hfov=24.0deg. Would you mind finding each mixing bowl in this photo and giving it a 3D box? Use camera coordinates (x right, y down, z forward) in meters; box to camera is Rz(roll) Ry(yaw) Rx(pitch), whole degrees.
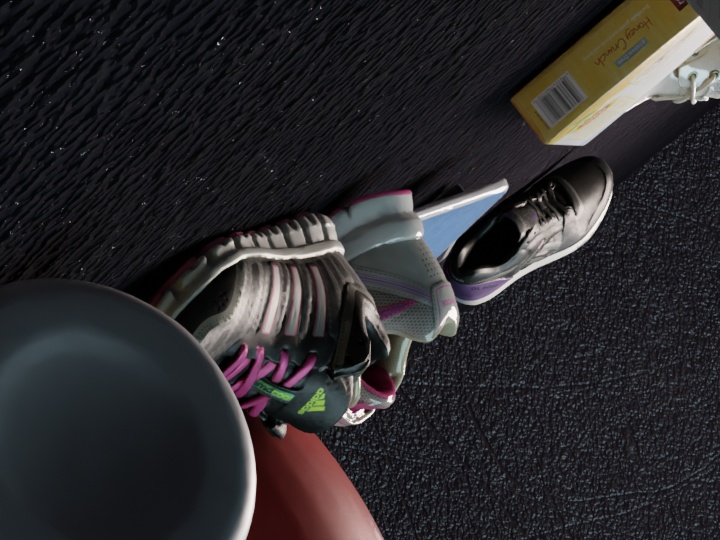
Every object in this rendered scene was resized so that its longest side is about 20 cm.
[{"bbox_3d":[-0.088,0.117,0.813,0.198,0.110,0.200,-13,-169,3],"label":"mixing bowl"}]

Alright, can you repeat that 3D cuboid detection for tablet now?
[{"bbox_3d":[0.000,0.000,1.026,0.199,0.014,0.130,-20,160,-51],"label":"tablet"}]

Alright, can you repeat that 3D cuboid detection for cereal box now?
[{"bbox_3d":[0.170,-0.135,1.043,0.144,0.040,0.200,-41,175,12],"label":"cereal box"}]

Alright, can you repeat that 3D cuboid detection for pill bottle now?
[{"bbox_3d":[-0.125,0.097,0.555,0.112,0.113,0.200,-34,172,-45],"label":"pill bottle"}]

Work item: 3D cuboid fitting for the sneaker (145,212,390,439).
[{"bbox_3d":[-0.042,0.035,0.737,0.074,0.088,0.200,-41,174,25],"label":"sneaker"}]

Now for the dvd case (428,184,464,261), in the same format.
[{"bbox_3d":[0.009,0.010,1.220,0.150,0.025,0.200,-39,173,-8],"label":"dvd case"}]

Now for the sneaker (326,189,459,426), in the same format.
[{"bbox_3d":[-0.029,0.049,0.888,0.200,0.089,0.081,-42,165,26],"label":"sneaker"}]

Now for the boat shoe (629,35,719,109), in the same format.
[{"bbox_3d":[0.238,-0.152,1.205,0.199,0.070,0.071,-37,176,-15],"label":"boat shoe"}]

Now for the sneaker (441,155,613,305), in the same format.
[{"bbox_3d":[0.167,-0.042,1.620,0.199,0.076,0.088,-39,169,-8],"label":"sneaker"}]

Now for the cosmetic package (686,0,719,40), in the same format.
[{"bbox_3d":[0.231,-0.126,0.683,0.165,0.201,0.165,-40,174,11],"label":"cosmetic package"}]
